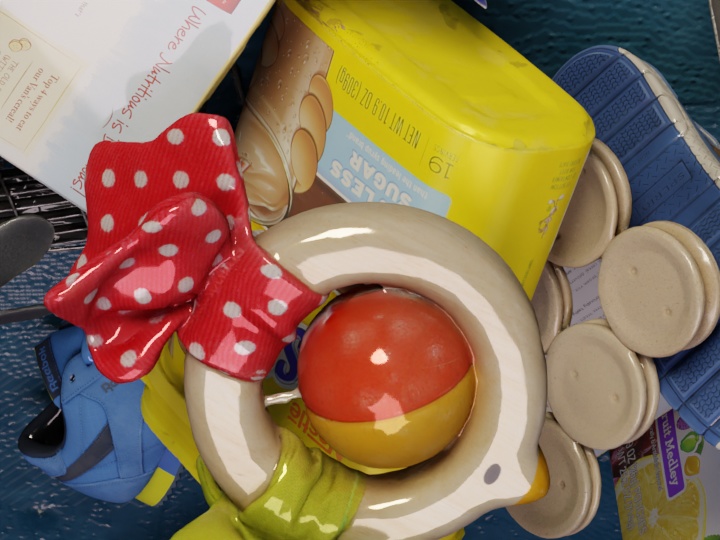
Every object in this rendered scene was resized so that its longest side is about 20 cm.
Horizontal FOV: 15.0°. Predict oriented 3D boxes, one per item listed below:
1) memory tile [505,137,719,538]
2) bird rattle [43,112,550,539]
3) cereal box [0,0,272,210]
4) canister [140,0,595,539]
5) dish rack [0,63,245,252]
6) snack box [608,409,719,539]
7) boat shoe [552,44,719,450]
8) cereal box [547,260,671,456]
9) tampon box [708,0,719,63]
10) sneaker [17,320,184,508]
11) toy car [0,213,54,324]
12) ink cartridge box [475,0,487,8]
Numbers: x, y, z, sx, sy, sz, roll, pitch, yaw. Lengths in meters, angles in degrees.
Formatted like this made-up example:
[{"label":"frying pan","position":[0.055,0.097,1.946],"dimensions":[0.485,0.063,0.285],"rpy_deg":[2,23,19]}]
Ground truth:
[{"label":"memory tile","position":[0.048,-0.005,1.082],"dimensions":[0.017,0.200,0.154],"rpy_deg":[-14,141,-43]},{"label":"bird rattle","position":[-0.017,0.035,0.970],"dimensions":[0.162,0.113,0.201],"rpy_deg":[-13,101,1]},{"label":"cereal box","position":[-0.130,-0.126,0.966],"dimensions":[0.199,0.040,0.144],"rpy_deg":[34,116,-11]},{"label":"canister","position":[0.000,0.000,1.057],"dimensions":[0.086,0.148,0.201],"rpy_deg":[-8,129,-42]},{"label":"dish rack","position":[-0.114,-0.084,1.082],"dimensions":[0.152,0.055,0.201],"rpy_deg":[-7,141,7]},{"label":"snack box","position":[0.208,0.095,1.217],"dimensions":[0.067,0.169,0.200],"rpy_deg":[27,131,-35]},{"label":"boat shoe","position":[0.143,-0.006,1.080],"dimensions":[0.072,0.201,0.072],"rpy_deg":[-39,143,24]},{"label":"cereal box","position":[0.074,0.007,1.206],"dimensions":[0.199,0.040,0.144],"rpy_deg":[30,130,-33]},{"label":"tampon box","position":[0.228,-0.075,1.052],"dimensions":[0.149,0.127,0.200],"rpy_deg":[-17,137,15]},{"label":"sneaker","position":[-0.099,0.035,1.210],"dimensions":[0.078,0.066,0.200],"rpy_deg":[16,136,-15]},{"label":"toy car","position":[-0.222,0.008,1.102],"dimensions":[0.199,0.159,0.164],"rpy_deg":[-9,162,-8]},{"label":"ink cartridge box","position":[-0.018,-0.179,0.940],"dimensions":[0.199,0.100,0.039],"rpy_deg":[30,129,-33]}]
